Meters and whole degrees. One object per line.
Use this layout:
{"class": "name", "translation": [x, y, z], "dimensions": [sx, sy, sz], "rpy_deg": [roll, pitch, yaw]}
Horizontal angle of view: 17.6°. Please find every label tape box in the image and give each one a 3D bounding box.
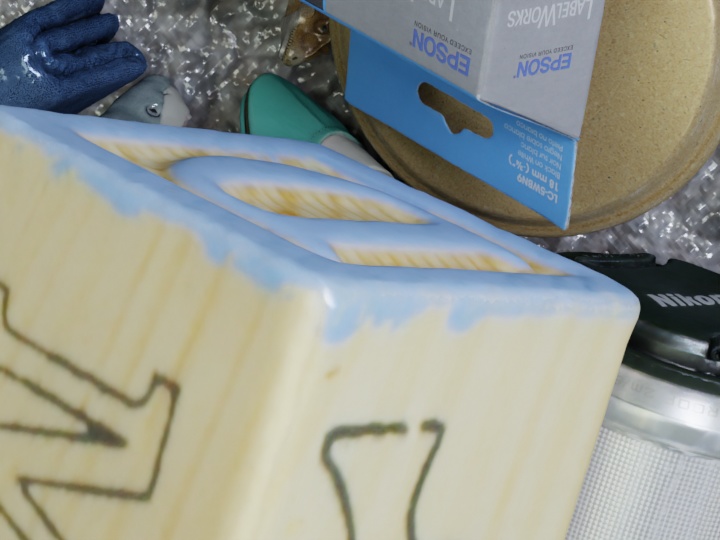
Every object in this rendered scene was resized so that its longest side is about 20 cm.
{"class": "label tape box", "translation": [0.026, -0.126, 0.898], "dimensions": [0.144, 0.063, 0.201], "rpy_deg": [33, 127, 41]}

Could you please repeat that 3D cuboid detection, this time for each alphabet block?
{"class": "alphabet block", "translation": [-0.043, 0.067, 0.890], "dimensions": [0.196, 0.195, 0.201], "rpy_deg": [27, 105, 41]}

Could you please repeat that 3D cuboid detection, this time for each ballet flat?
{"class": "ballet flat", "translation": [0.000, 0.000, 1.026], "dimensions": [0.070, 0.067, 0.201], "rpy_deg": [-21, 74, 35]}

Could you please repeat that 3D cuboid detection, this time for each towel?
{"class": "towel", "translation": [-0.203, -0.063, 1.084], "dimensions": [0.199, 0.112, 0.049], "rpy_deg": [-27, 92, 23]}

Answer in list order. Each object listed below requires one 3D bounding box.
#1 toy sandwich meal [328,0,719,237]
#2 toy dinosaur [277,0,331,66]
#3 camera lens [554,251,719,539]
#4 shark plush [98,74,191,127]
{"class": "toy sandwich meal", "translation": [0.074, -0.114, 1.005], "dimensions": [0.204, 0.070, 0.207], "rpy_deg": [5, 108, 17]}
{"class": "toy dinosaur", "translation": [-0.041, -0.195, 1.036], "dimensions": [0.105, 0.060, 0.201], "rpy_deg": [1, 108, 6]}
{"class": "camera lens", "translation": [0.110, 0.103, 0.993], "dimensions": [0.159, 0.160, 0.201], "rpy_deg": [21, 109, 13]}
{"class": "shark plush", "translation": [-0.153, -0.014, 1.057], "dimensions": [0.199, 0.091, 0.084], "rpy_deg": [-28, 96, -17]}
